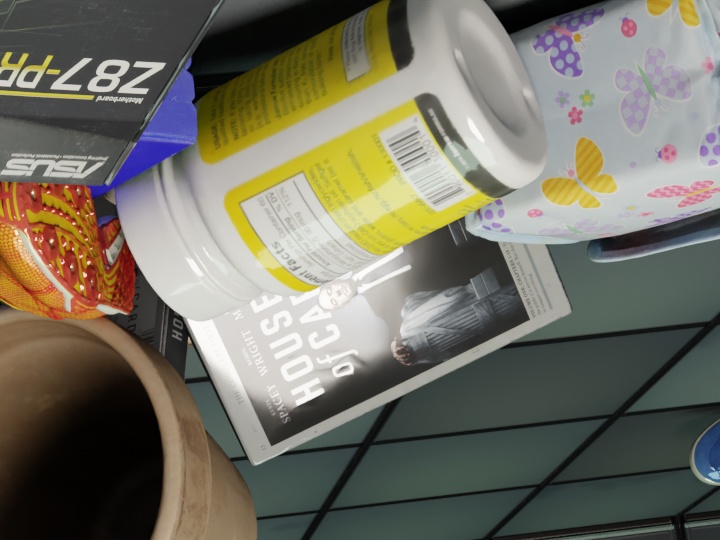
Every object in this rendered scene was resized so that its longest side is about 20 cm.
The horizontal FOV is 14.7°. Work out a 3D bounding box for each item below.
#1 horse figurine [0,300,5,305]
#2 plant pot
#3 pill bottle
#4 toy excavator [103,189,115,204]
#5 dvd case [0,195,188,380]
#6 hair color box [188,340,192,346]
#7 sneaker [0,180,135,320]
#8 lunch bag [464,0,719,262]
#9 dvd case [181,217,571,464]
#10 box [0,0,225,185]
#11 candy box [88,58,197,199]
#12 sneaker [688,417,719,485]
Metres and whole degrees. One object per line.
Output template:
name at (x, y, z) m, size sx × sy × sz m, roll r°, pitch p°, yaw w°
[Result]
horse figurine at (-0.218, -0.002, 1.605) m, size 0.050 × 0.133 × 0.200 m, roll -16°, pitch -165°, yaw -31°
plant pot at (-0.142, 0.130, 1.508) m, size 0.199 × 0.201 × 0.174 m, roll -14°, pitch 160°, yaw 24°
pill bottle at (-0.017, -0.057, 1.397) m, size 0.199 × 0.115 × 0.114 m, roll -25°, pitch 161°, yaw 22°
toy excavator at (-0.032, -0.034, 1.595) m, size 0.199 × 0.100 × 0.194 m, roll 15°, pitch -171°, yaw 8°
dvd case at (-0.174, 0.024, 1.642) m, size 0.199 × 0.151 × 0.025 m, roll -18°, pitch 147°, yaw 38°
hair color box at (-0.101, -0.001, 1.774) m, size 0.100 × 0.061 × 0.200 m, roll -1°, pitch 166°, yaw -25°
sneaker at (-0.160, -0.007, 1.357) m, size 0.077 × 0.073 × 0.200 m, roll -4°, pitch 166°, yaw 4°
lunch bag at (0.166, -0.077, 1.478) m, size 0.169 × 0.128 × 0.200 m, roll -15°, pitch 172°, yaw 31°
dvd case at (0.000, 0.000, 1.528) m, size 0.199 × 0.151 × 0.025 m, roll -26°, pitch -157°, yaw -5°
box at (-0.164, -0.109, 1.185) m, size 0.199 × 0.049 × 0.161 m, roll 2°, pitch 139°, yaw -38°
candy box at (-0.204, -0.072, 1.376) m, size 0.169 × 0.077 × 0.200 m, roll 4°, pitch 163°, yaw -38°
sneaker at (0.423, 0.160, 2.716) m, size 0.199 × 0.077 × 0.111 m, roll -11°, pitch 173°, yaw -6°
